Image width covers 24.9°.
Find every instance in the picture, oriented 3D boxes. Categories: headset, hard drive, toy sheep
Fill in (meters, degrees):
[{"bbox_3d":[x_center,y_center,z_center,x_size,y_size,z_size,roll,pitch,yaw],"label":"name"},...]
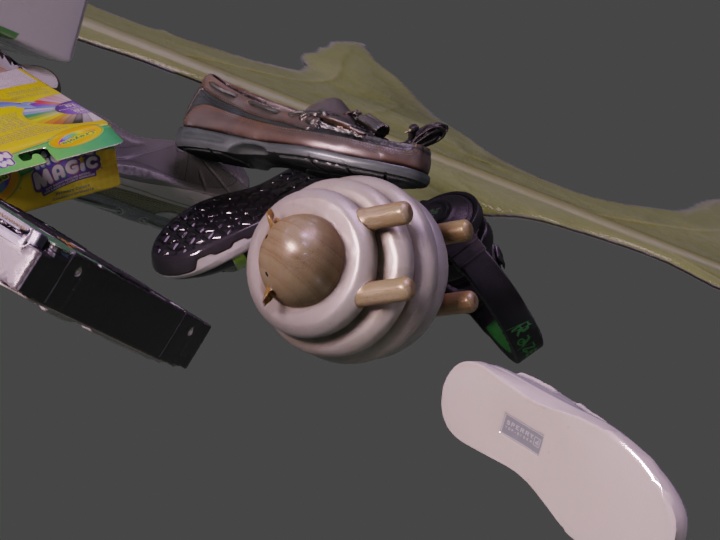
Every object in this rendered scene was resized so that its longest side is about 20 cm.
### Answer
[{"bbox_3d":[0.079,-0.023,1.219,0.200,0.094,0.124,51,-5,27],"label":"headset"},{"bbox_3d":[-0.184,-0.007,0.923,0.140,0.038,0.200,29,-4,24],"label":"hard drive"},{"bbox_3d":[0.000,0.000,1.082,0.138,0.138,0.200,32,6,31],"label":"toy sheep"}]

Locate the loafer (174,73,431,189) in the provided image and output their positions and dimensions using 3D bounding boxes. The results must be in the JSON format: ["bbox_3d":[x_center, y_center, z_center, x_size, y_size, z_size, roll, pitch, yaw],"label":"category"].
[{"bbox_3d":[-0.040,-0.100,1.133,0.200,0.063,0.072,10,-7,27],"label":"loafer"}]

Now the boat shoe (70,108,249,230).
[{"bbox_3d":[-0.185,-0.068,1.198,0.202,0.065,0.074,13,37,-7],"label":"boat shoe"}]

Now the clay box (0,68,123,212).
[{"bbox_3d":[-0.239,-0.079,1.066,0.115,0.048,0.200,-18,28,-24],"label":"clay box"}]

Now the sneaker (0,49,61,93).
[{"bbox_3d":[-0.298,-0.155,1.282,0.074,0.080,0.200,26,16,20],"label":"sneaker"}]

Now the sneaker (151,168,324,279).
[{"bbox_3d":[-0.055,-0.018,1.167,0.200,0.083,0.072,-25,29,-32],"label":"sneaker"}]

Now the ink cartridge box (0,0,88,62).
[{"bbox_3d":[-0.348,-0.243,1.359,0.200,0.083,0.147,13,-3,33],"label":"ink cartridge box"}]

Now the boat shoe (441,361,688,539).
[{"bbox_3d":[0.133,0.116,1.002,0.068,0.072,0.200,4,15,-42],"label":"boat shoe"}]
